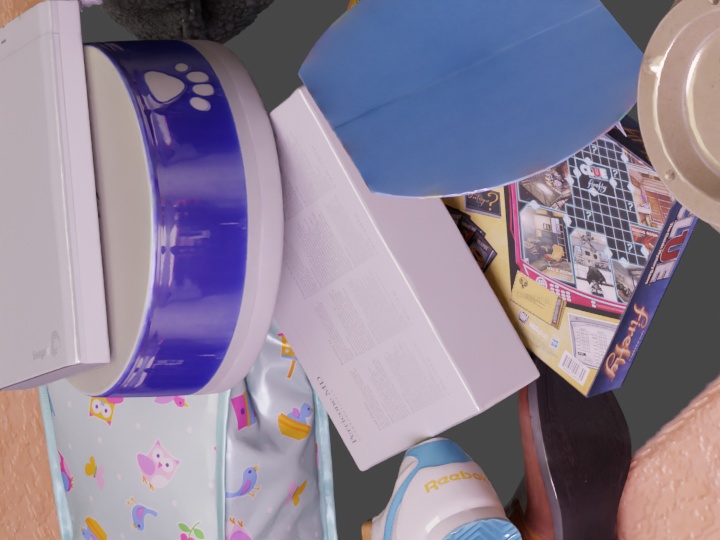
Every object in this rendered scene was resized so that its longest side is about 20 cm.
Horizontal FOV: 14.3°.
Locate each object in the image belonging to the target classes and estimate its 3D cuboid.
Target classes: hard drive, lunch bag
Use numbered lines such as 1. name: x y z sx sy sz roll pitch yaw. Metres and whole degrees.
1. hard drive: -0.182 -0.040 1.615 0.132 0.026 0.201 -19 75 62
2. lunch bag: -0.106 0.086 1.750 0.170 0.122 0.201 11 112 42

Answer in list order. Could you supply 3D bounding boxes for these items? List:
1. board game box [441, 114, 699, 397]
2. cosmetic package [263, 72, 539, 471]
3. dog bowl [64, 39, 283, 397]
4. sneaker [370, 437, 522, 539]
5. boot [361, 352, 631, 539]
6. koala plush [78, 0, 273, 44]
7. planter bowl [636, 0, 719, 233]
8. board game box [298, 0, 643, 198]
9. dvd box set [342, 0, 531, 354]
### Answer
1. board game box: 0.087 -0.044 1.558 0.200 0.035 0.136 40 123 29
2. cosmetic package: 0.000 0.000 1.592 0.201 0.052 0.151 61 147 1
3. dog bowl: -0.120 -0.029 1.606 0.200 0.078 0.201 7 97 63
4. sneaker: 0.040 0.181 1.605 0.201 0.076 0.081 106 149 -41
5. boot: 0.076 0.142 1.647 0.200 0.068 0.189 -12 98 51
6. koala plush: -0.152 -0.209 1.676 0.177 0.199 0.185 34 120 33
7. planter bowl: 0.219 -0.086 1.399 0.200 0.134 0.202 11 106 42
8. board game box: 0.061 -0.092 1.496 0.200 0.157 0.039 -122 8 -50
9. dvd box set: 0.046 -0.053 1.638 0.200 0.029 0.147 42 124 28
